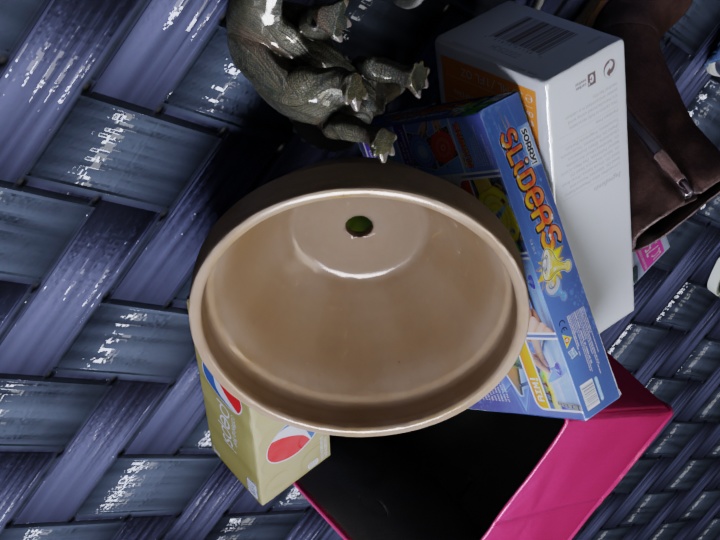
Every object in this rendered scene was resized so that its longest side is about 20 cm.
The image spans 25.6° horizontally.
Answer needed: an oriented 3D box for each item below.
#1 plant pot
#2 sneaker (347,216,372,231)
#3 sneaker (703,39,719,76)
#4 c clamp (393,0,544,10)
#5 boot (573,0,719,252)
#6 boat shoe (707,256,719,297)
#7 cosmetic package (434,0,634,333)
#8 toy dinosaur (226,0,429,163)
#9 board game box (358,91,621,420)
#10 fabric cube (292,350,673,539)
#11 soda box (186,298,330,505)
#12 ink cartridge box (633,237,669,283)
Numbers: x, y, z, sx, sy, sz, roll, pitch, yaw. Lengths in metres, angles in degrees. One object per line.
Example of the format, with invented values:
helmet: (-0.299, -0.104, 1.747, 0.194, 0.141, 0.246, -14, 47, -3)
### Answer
plant pot: (0.000, 0.000, 0.953, 0.199, 0.093, 0.202, 1, 132, 1)
sneaker: (0.056, -0.020, 1.117, 0.199, 0.081, 0.074, -27, 148, -34)
sneaker: (0.366, -0.178, 1.346, 0.199, 0.085, 0.077, -7, 134, -51)
c clamp: (0.082, -0.205, 0.960, 0.199, 0.027, 0.172, -18, 142, -45)
boot: (0.202, -0.114, 1.103, 0.199, 0.166, 0.073, -36, 152, -18)
boat shoe: (0.424, -0.033, 1.659, 0.072, 0.060, 0.203, -29, 149, -31)
cosmetic package: (0.113, -0.058, 1.015, 0.071, 0.101, 0.201, -30, 128, -29)
toy dinosaur: (-0.031, -0.110, 0.863, 0.200, 0.102, 0.078, 31, 74, -49)
board game box: (0.077, -0.006, 0.997, 0.034, 0.135, 0.201, -28, 106, -31)
fabric cube: (0.084, 0.120, 1.227, 0.199, 0.196, 0.201, 5, 124, -57)
soda box: (-0.067, 0.078, 1.097, 0.068, 0.064, 0.201, -34, 152, -21)
ink cartridge box: (0.190, 0.020, 1.420, 0.200, 0.042, 0.119, -44, 153, 0)
